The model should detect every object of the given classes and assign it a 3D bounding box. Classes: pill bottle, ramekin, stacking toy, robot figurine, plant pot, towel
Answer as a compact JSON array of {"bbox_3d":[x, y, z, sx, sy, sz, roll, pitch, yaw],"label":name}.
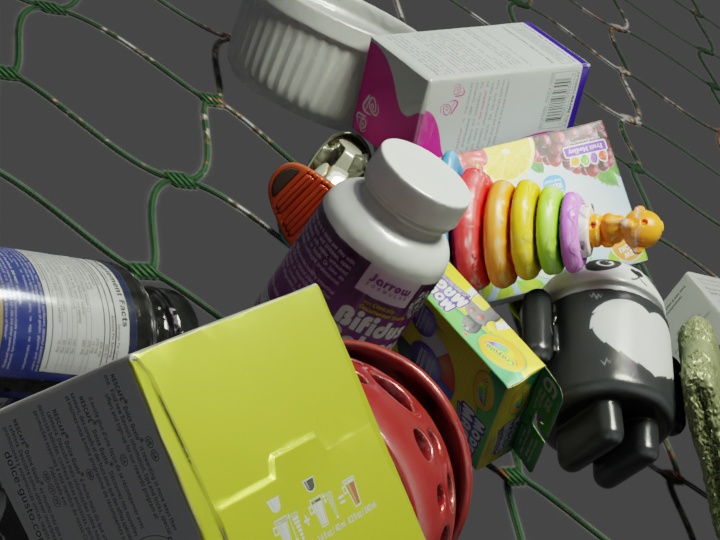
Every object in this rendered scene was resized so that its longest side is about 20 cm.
[{"bbox_3d":[0.000,0.000,1.529,0.112,0.200,0.112,27,26,-14],"label":"pill bottle"},{"bbox_3d":[-0.038,-0.216,1.946,0.199,0.106,0.200,24,14,-6],"label":"ramekin"},{"bbox_3d":[0.162,-0.035,1.685,0.110,0.199,0.117,61,32,-58],"label":"stacking toy"},{"bbox_3d":[0.212,0.085,1.704,0.151,0.124,0.201,68,19,-49],"label":"robot figurine"},{"bbox_3d":[-0.206,0.045,1.293,0.199,0.112,0.112,9,35,-45],"label":"pill bottle"},{"bbox_3d":[-0.032,0.146,1.244,0.200,0.201,0.182,40,15,10],"label":"plant pot"},{"bbox_3d":[0.315,0.154,1.728,0.149,0.036,0.201,-68,143,-67],"label":"towel"}]

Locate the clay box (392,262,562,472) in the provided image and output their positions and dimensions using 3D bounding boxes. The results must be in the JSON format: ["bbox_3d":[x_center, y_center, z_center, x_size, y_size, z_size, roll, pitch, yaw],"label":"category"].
[{"bbox_3d":[0.077,0.071,1.598,0.047,0.115,0.200,-24,58,-30],"label":"clay box"}]

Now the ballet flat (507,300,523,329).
[{"bbox_3d":[0.203,0.079,1.829,0.067,0.067,0.200,-11,44,-30],"label":"ballet flat"}]

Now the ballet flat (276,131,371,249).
[{"bbox_3d":[-0.031,-0.080,1.798,0.067,0.064,0.200,34,25,-5],"label":"ballet flat"}]

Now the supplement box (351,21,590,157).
[{"bbox_3d":[0.105,-0.167,1.880,0.199,0.102,0.103,-10,37,-36],"label":"supplement box"}]

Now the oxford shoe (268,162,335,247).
[{"bbox_3d":[-0.003,-0.019,1.721,0.200,0.071,0.073,47,18,-7],"label":"oxford shoe"}]

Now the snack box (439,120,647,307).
[{"bbox_3d":[0.154,-0.049,1.823,0.199,0.053,0.143,-15,84,-24],"label":"snack box"}]

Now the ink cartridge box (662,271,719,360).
[{"bbox_3d":[0.406,0.104,2.002,0.144,0.084,0.200,11,35,-44],"label":"ink cartridge box"}]

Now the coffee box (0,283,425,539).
[{"bbox_3d":[-0.103,0.146,1.056,0.199,0.197,0.201,-21,88,-61],"label":"coffee box"}]
